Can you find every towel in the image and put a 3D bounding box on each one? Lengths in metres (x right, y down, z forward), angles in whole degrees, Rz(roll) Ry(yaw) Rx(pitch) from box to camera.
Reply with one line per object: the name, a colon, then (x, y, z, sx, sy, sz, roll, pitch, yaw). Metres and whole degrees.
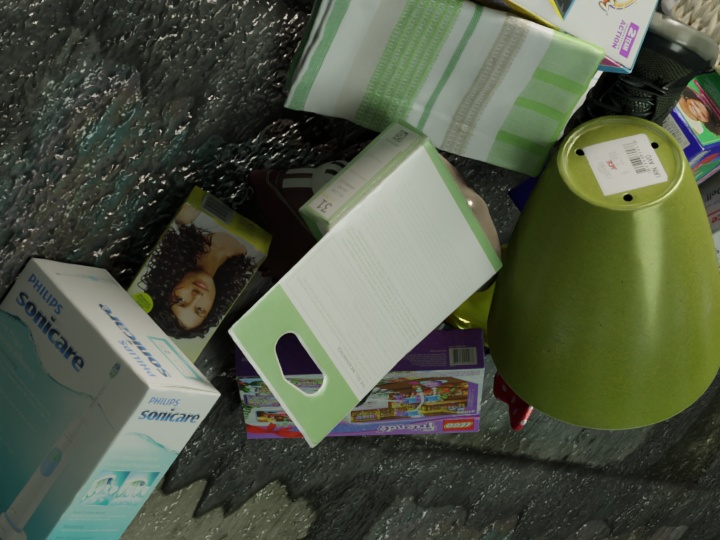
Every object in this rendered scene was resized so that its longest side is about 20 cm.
towel: (0.054, -0.135, 1.465, 0.149, 0.199, 0.031, 116, -12, -54)

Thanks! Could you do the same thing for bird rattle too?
bird rattle: (0.126, 0.028, 1.786, 0.112, 0.163, 0.200, -32, 148, 2)

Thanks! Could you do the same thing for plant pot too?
plant pot: (0.189, -0.015, 1.560, 0.187, 0.187, 0.200, -32, 146, -23)

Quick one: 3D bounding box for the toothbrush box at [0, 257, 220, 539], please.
toothbrush box: (-0.217, 0.114, 1.473, 0.085, 0.146, 0.200, 9, 119, -56)

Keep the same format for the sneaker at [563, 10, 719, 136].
sneaker: (0.210, -0.133, 1.570, 0.115, 0.076, 0.199, -64, 179, -5)

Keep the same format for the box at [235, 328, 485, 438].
box: (0.000, 0.094, 1.704, 0.199, 0.039, 0.137, -2, 154, 0)

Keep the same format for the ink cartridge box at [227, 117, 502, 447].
ink cartridge box: (-0.003, 0.010, 1.499, 0.200, 0.048, 0.146, -42, 132, -10)

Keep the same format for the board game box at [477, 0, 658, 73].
board game box: (0.132, -0.245, 1.437, 0.200, 0.040, 0.154, 26, 84, -31)

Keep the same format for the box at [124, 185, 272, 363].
box: (-0.148, 0.041, 1.534, 0.200, 0.075, 0.050, -56, -173, 18)

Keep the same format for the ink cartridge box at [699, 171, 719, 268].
ink cartridge box: (0.336, -0.063, 1.880, 0.067, 0.201, 0.117, 31, 136, -31)

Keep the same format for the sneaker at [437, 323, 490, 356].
sneaker: (0.159, 0.059, 1.893, 0.202, 0.146, 0.077, -38, 152, -10)

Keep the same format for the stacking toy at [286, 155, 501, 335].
stacking toy: (0.000, 0.000, 1.668, 0.200, 0.147, 0.146, -38, 156, 27)

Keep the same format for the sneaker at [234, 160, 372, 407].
sneaker: (-0.047, 0.006, 1.582, 0.076, 0.115, 0.201, -49, 138, -56)

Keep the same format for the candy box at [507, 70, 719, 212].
candy box: (0.245, -0.095, 1.788, 0.169, 0.077, 0.200, -37, 171, 29)

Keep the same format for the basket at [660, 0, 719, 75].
basket: (0.398, -0.233, 1.750, 0.199, 0.161, 0.199, 20, 115, -27)

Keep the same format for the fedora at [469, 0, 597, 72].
fedora: (0.102, -0.192, 1.555, 0.177, 0.090, 0.200, -44, 151, -5)

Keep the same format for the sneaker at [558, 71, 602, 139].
sneaker: (0.168, -0.162, 1.714, 0.200, 0.070, 0.080, -26, 141, -45)
